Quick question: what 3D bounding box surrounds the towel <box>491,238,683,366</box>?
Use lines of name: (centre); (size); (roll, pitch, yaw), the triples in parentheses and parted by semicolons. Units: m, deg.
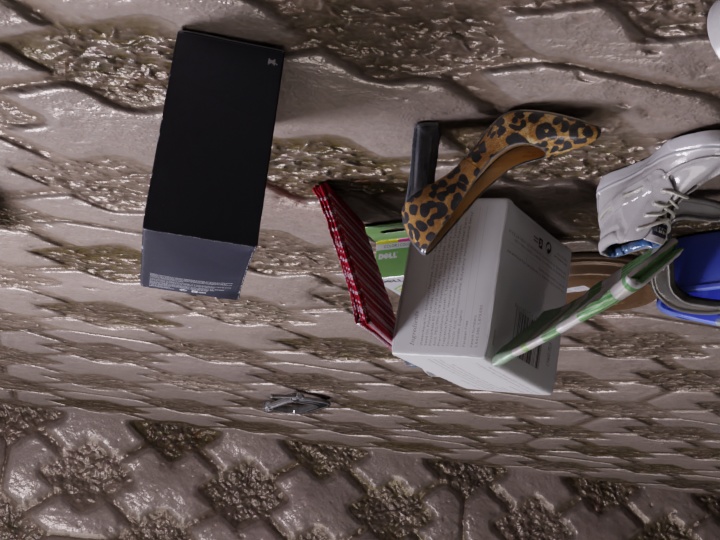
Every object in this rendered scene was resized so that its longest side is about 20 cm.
towel: (0.251, 0.035, 1.213); (0.200, 0.023, 0.153); (-34, 177, 39)

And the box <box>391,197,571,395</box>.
box: (0.154, 0.035, 1.347); (0.131, 0.200, 0.199); (0, 163, 34)

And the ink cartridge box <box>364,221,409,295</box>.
ink cartridge box: (0.087, -0.004, 1.486); (0.104, 0.059, 0.200); (-5, 159, 29)

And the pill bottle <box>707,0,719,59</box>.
pill bottle: (0.331, -0.200, 0.741); (0.111, 0.111, 0.200); (13, 161, -22)

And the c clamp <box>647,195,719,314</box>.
c clamp: (0.412, -0.018, 1.266); (0.171, 0.027, 0.200); (12, 134, 25)

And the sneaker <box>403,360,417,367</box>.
sneaker: (0.098, 0.110, 1.790); (0.075, 0.085, 0.200); (5, 162, 3)

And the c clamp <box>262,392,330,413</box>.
c clamp: (-0.164, 0.308, 2.551); (0.171, 0.027, 0.200); (7, 161, -24)

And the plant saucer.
plant saucer: (0.333, 0.021, 1.544); (0.200, 0.030, 0.200); (6, 162, 2)

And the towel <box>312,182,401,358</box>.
towel: (0.000, 0.000, 1.329); (0.022, 0.200, 0.145); (-24, 154, 12)

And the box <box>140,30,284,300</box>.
box: (-0.146, -0.095, 1.056); (0.104, 0.200, 0.182); (9, 161, -10)

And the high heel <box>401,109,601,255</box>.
high heel: (0.140, -0.084, 1.095); (0.200, 0.143, 0.071); (-2, 160, 23)

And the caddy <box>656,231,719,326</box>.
caddy: (0.472, 0.020, 1.371); (0.200, 0.105, 0.141); (-10, 158, 38)

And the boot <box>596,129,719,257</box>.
boot: (0.324, -0.073, 1.152); (0.073, 0.096, 0.200); (13, 160, -22)
